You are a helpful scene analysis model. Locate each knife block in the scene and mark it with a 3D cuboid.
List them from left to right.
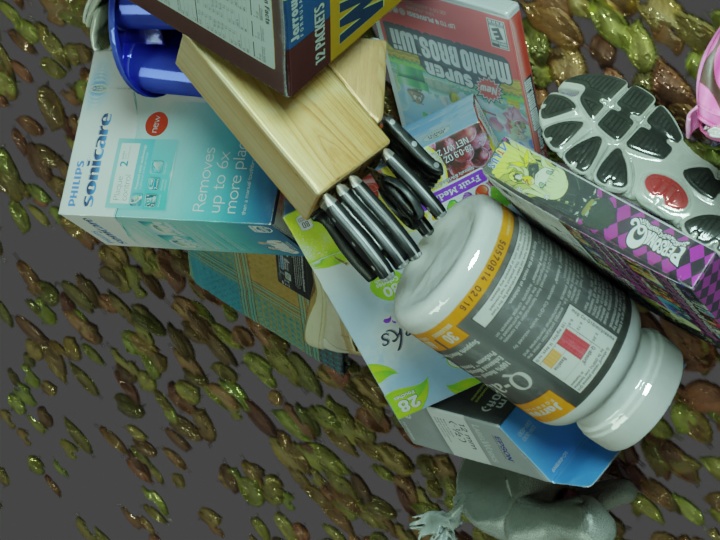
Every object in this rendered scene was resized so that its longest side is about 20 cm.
[{"bbox_3d":[-0.038,-0.079,1.431,0.198,0.177,0.064,7,162,-9],"label":"knife block"}]

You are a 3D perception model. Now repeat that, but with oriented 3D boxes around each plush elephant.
[{"bbox_3d":[0.163,0.202,1.727,0.199,0.154,0.166,-34,54,29],"label":"plush elephant"}]

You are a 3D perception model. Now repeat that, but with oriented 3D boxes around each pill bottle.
[{"bbox_3d":[0.132,0.042,1.473,0.199,0.117,0.116,34,154,-17],"label":"pill bottle"}]

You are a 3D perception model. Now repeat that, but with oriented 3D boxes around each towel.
[{"bbox_3d":[-0.092,0.007,1.948,0.199,0.022,0.147,30,147,25],"label":"towel"}]

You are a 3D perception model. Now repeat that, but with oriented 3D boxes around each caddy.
[{"bbox_3d":[-0.124,-0.219,1.548,0.104,0.200,0.142,11,135,23],"label":"caddy"}]

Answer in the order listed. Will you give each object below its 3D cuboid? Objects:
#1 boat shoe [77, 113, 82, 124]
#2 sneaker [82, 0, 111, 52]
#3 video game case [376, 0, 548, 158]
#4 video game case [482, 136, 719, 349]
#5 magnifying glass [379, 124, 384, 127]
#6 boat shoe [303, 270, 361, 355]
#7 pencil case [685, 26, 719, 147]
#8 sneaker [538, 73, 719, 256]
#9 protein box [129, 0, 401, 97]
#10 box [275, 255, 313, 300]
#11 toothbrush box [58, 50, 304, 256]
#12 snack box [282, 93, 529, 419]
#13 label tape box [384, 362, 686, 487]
[{"bbox_3d":[-0.174,-0.111,1.871,0.199,0.063,0.071,33,146,22],"label":"boat shoe"},{"bbox_3d":[-0.196,-0.216,1.720,0.074,0.116,0.200,41,152,8],"label":"sneaker"},{"bbox_3d":[0.079,-0.135,1.549,0.142,0.017,0.201,22,142,37],"label":"video game case"},{"bbox_3d":[0.194,-0.011,1.431,0.181,0.036,0.200,32,177,30],"label":"video game case"},{"bbox_3d":[-0.027,-0.117,1.712,0.199,0.022,0.080,12,136,49],"label":"magnifying glass"},{"bbox_3d":[0.000,0.000,1.660,0.069,0.074,0.201,20,144,8],"label":"boat shoe"},{"bbox_3d":[0.301,-0.089,1.231,0.199,0.094,0.091,23,143,36],"label":"pencil case"},{"bbox_3d":[0.205,-0.057,1.420,0.200,0.081,0.084,42,164,17],"label":"sneaker"},{"bbox_3d":[-0.063,-0.265,1.394,0.199,0.198,0.135,33,149,24],"label":"protein box"},{"bbox_3d":[0.009,-0.016,1.738,0.192,0.048,0.201,28,149,20],"label":"box"},{"bbox_3d":[-0.129,-0.096,1.631,0.199,0.147,0.085,4,164,26],"label":"toothbrush box"},{"bbox_3d":[0.058,-0.008,1.548,0.201,0.168,0.068,59,-168,-24],"label":"snack box"},{"bbox_3d":[0.137,0.087,1.604,0.199,0.143,0.066,10,140,49],"label":"label tape box"}]
